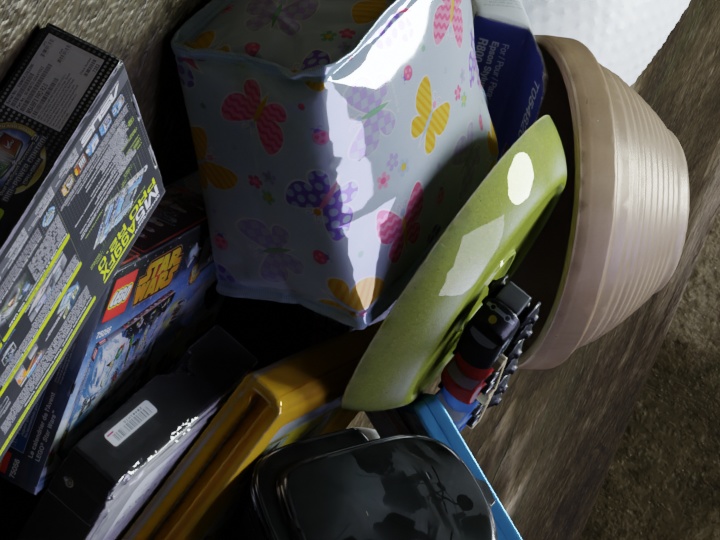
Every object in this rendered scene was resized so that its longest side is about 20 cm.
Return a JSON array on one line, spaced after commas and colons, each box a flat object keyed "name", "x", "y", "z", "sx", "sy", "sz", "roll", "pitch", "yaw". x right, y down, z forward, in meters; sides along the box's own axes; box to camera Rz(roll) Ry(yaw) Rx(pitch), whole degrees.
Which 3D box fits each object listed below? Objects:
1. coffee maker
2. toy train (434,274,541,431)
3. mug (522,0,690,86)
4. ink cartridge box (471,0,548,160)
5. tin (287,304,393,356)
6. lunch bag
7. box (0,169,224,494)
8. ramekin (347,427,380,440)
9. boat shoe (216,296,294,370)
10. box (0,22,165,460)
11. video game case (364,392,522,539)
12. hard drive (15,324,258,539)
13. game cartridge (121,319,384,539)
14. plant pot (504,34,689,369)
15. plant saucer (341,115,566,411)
[{"name": "coffee maker", "x": -0.035, "y": 0.196, "z": 1.656, "sx": 0.192, "sy": 0.135, "sz": 0.200, "roll": -39, "pitch": 165, "yaw": -35}, {"name": "toy train", "x": 0.067, "y": 0.054, "z": 1.665, "sx": 0.046, "sy": 0.034, "sz": 0.200, "roll": -48, "pitch": 171, "yaw": -17}, {"name": "mug", "x": 0.118, "y": -0.169, "z": 1.992, "sx": 0.175, "sy": 0.148, "sz": 0.200, "roll": -57, "pitch": -164, "yaw": -18}, {"name": "ink cartridge box", "x": 0.055, "y": -0.103, "z": 1.829, "sx": 0.200, "sy": 0.041, "sz": 0.200, "roll": -106, "pitch": -155, "yaw": -49}, {"name": "tin", "x": 0.000, "y": 0.000, "z": 1.777, "sx": 0.200, "sy": 0.042, "sz": 0.112, "roll": 98, "pitch": 17, "yaw": -50}, {"name": "lunch bag", "x": -0.002, "y": -0.094, "z": 1.605, "sx": 0.200, "sy": 0.127, "sz": 0.170, "roll": -45, "pitch": 138, "yaw": -40}, {"name": "box", "x": -0.127, "y": 0.027, "z": 1.604, "sx": 0.137, "sy": 0.040, "sz": 0.200, "roll": -68, "pitch": 166, "yaw": 21}, {"name": "ramekin", "x": -0.044, "y": 0.182, "z": 1.892, "sx": 0.098, "sy": 0.200, "sz": 0.200, "roll": 65, "pitch": 32, "yaw": -12}, {"name": "boat shoe", "x": -0.077, "y": 0.083, "z": 1.840, "sx": 0.072, "sy": 0.072, "sz": 0.200, "roll": 47, "pitch": 63, "yaw": -74}, {"name": "box", "x": -0.169, "y": 0.004, "z": 1.394, "sx": 0.200, "sy": 0.044, "sz": 0.160, "roll": -60, "pitch": 167, "yaw": -16}, {"name": "video game case", "x": 0.055, "y": 0.133, "z": 1.758, "sx": 0.018, "sy": 0.143, "sz": 0.200, "roll": -31, "pitch": -175, "yaw": -8}, {"name": "hard drive", "x": -0.141, "y": 0.130, "z": 1.628, "sx": 0.140, "sy": 0.038, "sz": 0.200, "roll": -41, "pitch": 170, "yaw": -47}, {"name": "game cartridge", "x": -0.062, "y": 0.114, "z": 1.687, "sx": 0.176, "sy": 0.032, "sz": 0.200, "roll": -53, "pitch": 166, "yaw": 21}, {"name": "plant pot", "x": 0.137, "y": -0.038, "z": 1.765, "sx": 0.201, "sy": 0.093, "sz": 0.201, "roll": -175, "pitch": -90, "yaw": -75}, {"name": "plant saucer", "x": 0.059, "y": 0.004, "z": 1.643, "sx": 0.200, "sy": 0.031, "sz": 0.200, "roll": -53, "pitch": 172, "yaw": -11}]
